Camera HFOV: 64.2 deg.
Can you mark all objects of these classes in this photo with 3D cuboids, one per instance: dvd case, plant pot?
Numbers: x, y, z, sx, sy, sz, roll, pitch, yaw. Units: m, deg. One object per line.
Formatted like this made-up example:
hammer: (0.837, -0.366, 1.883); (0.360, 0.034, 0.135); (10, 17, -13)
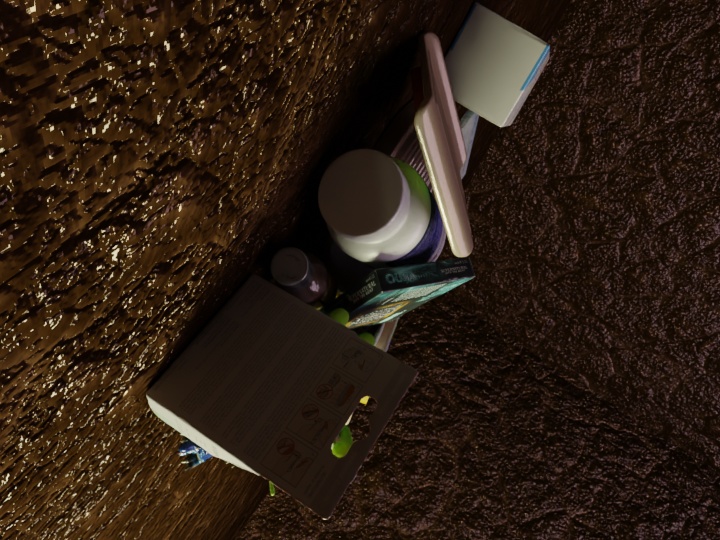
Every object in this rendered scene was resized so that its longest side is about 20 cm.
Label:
dvd case: (0.163, -0.190, 0.991); (0.200, 0.017, 0.144); (-53, 156, -49)
plant pot: (0.072, -0.139, 0.846); (0.202, 0.092, 0.201); (-55, 171, -13)

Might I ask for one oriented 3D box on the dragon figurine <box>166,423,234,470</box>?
dragon figurine: (-0.143, 0.193, 0.670); (0.199, 0.059, 0.099); (13, 149, -43)

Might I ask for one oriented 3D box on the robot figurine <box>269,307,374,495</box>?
robot figurine: (-0.066, 0.134, 0.623); (0.116, 0.175, 0.200); (-33, -164, 53)

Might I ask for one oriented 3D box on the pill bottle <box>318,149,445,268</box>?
pill bottle: (0.027, -0.063, 0.662); (0.120, 0.119, 0.200); (-58, 162, 2)

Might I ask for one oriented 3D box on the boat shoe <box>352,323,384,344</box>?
boat shoe: (-0.020, 0.116, 0.800); (0.068, 0.072, 0.200); (-41, 180, 43)

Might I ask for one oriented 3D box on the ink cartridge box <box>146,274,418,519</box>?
ink cartridge box: (-0.070, 0.112, 0.538); (0.161, 0.199, 0.050); (-52, 163, -31)

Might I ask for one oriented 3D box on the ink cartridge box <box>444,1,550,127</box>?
ink cartridge box: (0.210, -0.313, 0.900); (0.129, 0.125, 0.200); (-61, 171, 22)

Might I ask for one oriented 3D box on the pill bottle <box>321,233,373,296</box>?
pill bottle: (0.000, 0.000, 0.873); (0.110, 0.109, 0.200); (-56, 172, -12)

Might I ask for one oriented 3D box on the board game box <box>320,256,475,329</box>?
board game box: (0.029, 0.036, 0.712); (0.134, 0.028, 0.200); (-8, 165, -32)

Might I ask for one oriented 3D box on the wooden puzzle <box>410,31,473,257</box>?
wooden puzzle: (0.088, -0.142, 0.642); (0.201, 0.037, 0.186); (-80, 154, -48)

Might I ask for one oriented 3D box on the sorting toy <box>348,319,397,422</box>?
sorting toy: (0.027, 0.146, 0.975); (0.186, 0.036, 0.201); (-64, 178, -49)

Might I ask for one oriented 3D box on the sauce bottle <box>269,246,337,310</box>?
sauce bottle: (-0.065, 0.011, 0.674); (0.065, 0.064, 0.200); (-56, 173, -7)
